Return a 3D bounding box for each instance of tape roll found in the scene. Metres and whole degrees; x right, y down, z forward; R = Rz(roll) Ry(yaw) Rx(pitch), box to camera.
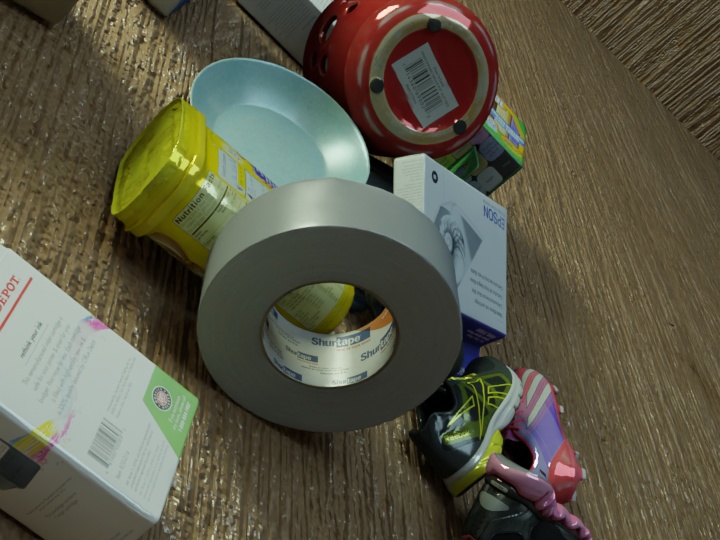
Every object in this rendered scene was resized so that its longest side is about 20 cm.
[{"bbox_3d":[-0.024,0.030,0.851,0.200,0.200,0.066,37,28,-26],"label":"tape roll"}]

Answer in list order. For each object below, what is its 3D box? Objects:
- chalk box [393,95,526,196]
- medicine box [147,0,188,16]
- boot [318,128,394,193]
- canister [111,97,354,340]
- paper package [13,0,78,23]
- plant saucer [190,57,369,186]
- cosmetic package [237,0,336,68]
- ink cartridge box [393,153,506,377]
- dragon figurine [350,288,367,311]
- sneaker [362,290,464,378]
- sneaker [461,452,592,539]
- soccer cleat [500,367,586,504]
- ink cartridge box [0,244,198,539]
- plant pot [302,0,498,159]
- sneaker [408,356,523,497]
[{"bbox_3d":[0.131,-0.160,1.453,0.124,0.125,0.200,45,24,-11],"label":"chalk box"},{"bbox_3d":[-0.161,-0.399,1.207,0.103,0.200,0.182,44,26,-11],"label":"medicine box"},{"bbox_3d":[0.034,-0.063,1.229,0.199,0.066,0.165,24,28,-48],"label":"boot"},{"bbox_3d":[-0.103,-0.035,0.933,0.200,0.087,0.149,40,16,-24],"label":"canister"},{"bbox_3d":[-0.289,-0.341,0.932,0.199,0.190,0.104,28,33,-40],"label":"paper package"},{"bbox_3d":[-0.085,-0.131,1.122,0.200,0.039,0.202,20,44,-20],"label":"plant saucer"},{"bbox_3d":[-0.058,-0.313,1.411,0.200,0.071,0.102,43,26,-14],"label":"cosmetic package"},{"bbox_3d":[0.095,0.006,1.138,0.199,0.040,0.202,23,65,-55],"label":"ink cartridge box"},{"bbox_3d":[0.000,0.000,1.096,0.100,0.059,0.200,58,25,16],"label":"dragon figurine"},{"bbox_3d":[0.044,0.046,0.972,0.200,0.073,0.081,55,16,-46],"label":"sneaker"},{"bbox_3d":[0.145,0.243,1.006,0.079,0.096,0.200,19,-19,39],"label":"sneaker"},{"bbox_3d":[0.171,0.163,1.151,0.076,0.067,0.201,11,30,-15],"label":"soccer cleat"},{"bbox_3d":[-0.201,0.070,0.661,0.200,0.067,0.117,42,27,-18],"label":"ink cartridge box"},{"bbox_3d":[0.051,-0.224,1.254,0.200,0.201,0.182,38,-2,-23],"label":"plant pot"},{"bbox_3d":[0.101,0.127,1.069,0.085,0.074,0.200,46,25,-10],"label":"sneaker"}]
